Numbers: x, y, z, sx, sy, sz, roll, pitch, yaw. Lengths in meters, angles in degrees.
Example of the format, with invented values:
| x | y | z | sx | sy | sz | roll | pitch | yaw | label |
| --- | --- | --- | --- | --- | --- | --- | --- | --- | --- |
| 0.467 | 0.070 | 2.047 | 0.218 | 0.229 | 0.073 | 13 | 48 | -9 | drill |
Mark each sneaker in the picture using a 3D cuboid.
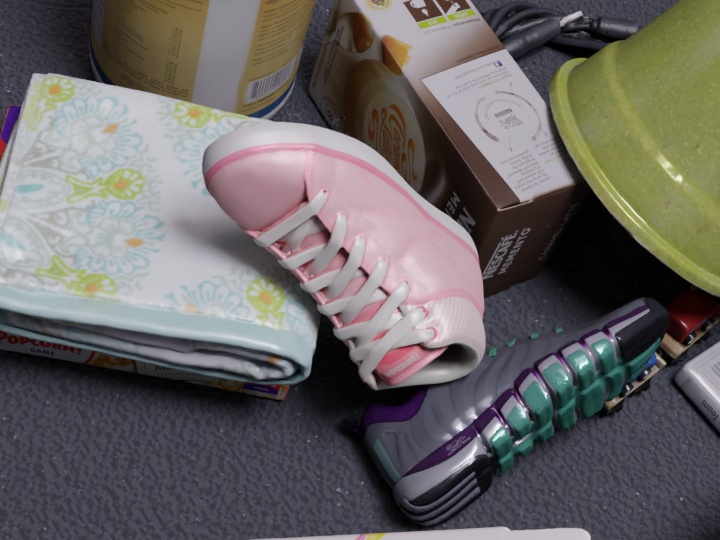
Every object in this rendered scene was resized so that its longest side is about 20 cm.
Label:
| x | y | z | sx | sy | sz | roll | pitch | yaw | label |
| --- | --- | --- | --- | --- | --- | --- | --- | --- | --- |
| 0.087 | 0.060 | 0.781 | 0.200 | 0.074 | 0.088 | -33 | 60 | -14 | sneaker |
| 0.000 | 0.000 | 0.715 | 0.200 | 0.075 | 0.105 | 29 | 42 | -40 | sneaker |

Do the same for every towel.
| x | y | z | sx | sy | sz | roll | pitch | yaw | label |
| --- | --- | --- | --- | --- | --- | --- | --- | --- | --- |
| -0.115 | -0.028 | 0.761 | 0.200 | 0.048 | 0.171 | 13 | 55 | -7 | towel |

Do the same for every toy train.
| x | y | z | sx | sy | sz | roll | pitch | yaw | label |
| --- | --- | --- | --- | --- | --- | --- | --- | --- | --- |
| 0.212 | 0.035 | 0.865 | 0.200 | 0.046 | 0.034 | -32 | 69 | -31 | toy train |

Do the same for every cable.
| x | y | z | sx | sy | sz | roll | pitch | yaw | label |
| --- | --- | --- | --- | --- | --- | --- | --- | --- | --- |
| 0.140 | -0.126 | 0.955 | 0.163 | 0.051 | 0.200 | 23 | 54 | 1 | cable |

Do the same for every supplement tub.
| x | y | z | sx | sy | sz | roll | pitch | yaw | label |
| --- | --- | --- | --- | --- | --- | --- | --- | --- | --- |
| -0.097 | -0.194 | 0.844 | 0.144 | 0.200 | 0.145 | 7 | 55 | -11 | supplement tub |

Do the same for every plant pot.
| x | y | z | sx | sy | sz | roll | pitch | yaw | label |
| --- | --- | --- | --- | --- | --- | --- | --- | --- | --- |
| 0.252 | -0.113 | 0.809 | 0.200 | 0.184 | 0.201 | 29 | 37 | -24 | plant pot |

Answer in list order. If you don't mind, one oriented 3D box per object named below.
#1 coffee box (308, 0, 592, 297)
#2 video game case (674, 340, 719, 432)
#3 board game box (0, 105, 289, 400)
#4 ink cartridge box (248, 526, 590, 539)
| x | y | z | sx | sy | sz | roll | pitch | yaw | label |
| --- | --- | --- | --- | --- | --- | --- | --- | --- | --- |
| 0.054 | -0.093 | 0.869 | 0.080 | 0.114 | 0.200 | -19 | 63 | -26 | coffee box |
| 0.335 | 0.093 | 0.875 | 0.200 | 0.024 | 0.182 | -27 | 67 | -30 | video game case |
| -0.132 | -0.012 | 0.804 | 0.200 | 0.046 | 0.152 | 11 | 55 | -9 | board game box |
| 0.022 | 0.189 | 0.624 | 0.200 | 0.067 | 0.117 | -10 | 47 | 32 | ink cartridge box |
